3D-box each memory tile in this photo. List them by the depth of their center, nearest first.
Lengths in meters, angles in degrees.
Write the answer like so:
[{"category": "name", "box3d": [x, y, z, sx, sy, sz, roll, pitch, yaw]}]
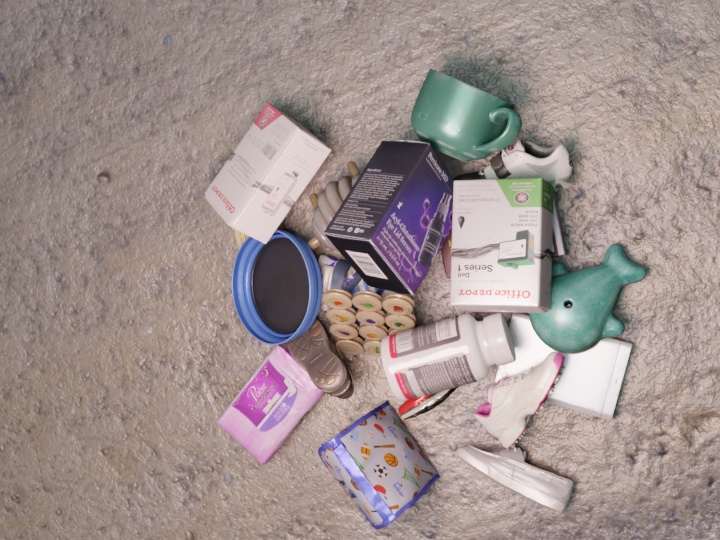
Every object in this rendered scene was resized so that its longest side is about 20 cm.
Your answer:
[{"category": "memory tile", "box3d": [0.020, 0.092, 1.674, 0.153, 0.200, 0.017, 5, 58, 12]}]

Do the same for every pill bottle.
[{"category": "pill bottle", "box3d": [0.142, 0.133, 1.612, 0.200, 0.111, 0.111, -17, 88, 13]}]

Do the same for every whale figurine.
[{"category": "whale figurine", "box3d": [0.360, 0.040, 1.601, 0.200, 0.104, 0.159, -41, 69, 1]}]

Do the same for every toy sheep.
[{"category": "toy sheep", "box3d": [-0.018, -0.098, 1.701, 0.200, 0.138, 0.138, -41, 82, 20]}]

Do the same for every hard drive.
[{"category": "hard drive", "box3d": [0.333, 0.156, 1.662, 0.200, 0.027, 0.132, 15, 97, 15]}]

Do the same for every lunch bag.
[{"category": "lunch bag", "box3d": [0.023, 0.328, 1.672, 0.124, 0.200, 0.170, -39, 83, 14]}]

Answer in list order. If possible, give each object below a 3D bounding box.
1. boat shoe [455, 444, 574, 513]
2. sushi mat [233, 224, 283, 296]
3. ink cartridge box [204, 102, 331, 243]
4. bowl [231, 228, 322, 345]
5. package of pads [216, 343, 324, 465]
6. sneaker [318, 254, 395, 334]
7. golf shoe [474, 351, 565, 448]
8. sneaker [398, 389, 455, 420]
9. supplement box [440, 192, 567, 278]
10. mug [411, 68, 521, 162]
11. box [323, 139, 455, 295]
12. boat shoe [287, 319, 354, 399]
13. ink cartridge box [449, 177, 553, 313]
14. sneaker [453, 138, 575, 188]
[{"category": "boat shoe", "box3d": [0.259, 0.331, 1.676, 0.200, 0.072, 0.069, 24, 78, 20]}, {"category": "sushi mat", "box3d": [-0.180, -0.056, 1.807, 0.096, 0.012, 0.200, -12, 89, 17]}, {"category": "ink cartridge box", "box3d": [-0.161, -0.167, 1.716, 0.200, 0.083, 0.147, -54, 37, 7]}, {"category": "bowl", "box3d": [-0.144, 0.027, 1.735, 0.201, 0.039, 0.201, 3, 94, 43]}, {"category": "package of pads", "box3d": [-0.153, 0.233, 1.782, 0.120, 0.076, 0.200, 40, 103, 8]}, {"category": "sneaker", "box3d": [0.000, 0.000, 1.720, 0.146, 0.081, 0.200, 36, 109, 5]}, {"category": "golf shoe", "box3d": [0.257, 0.200, 1.634, 0.092, 0.075, 0.200, 34, 120, 8]}, {"category": "sneaker", "box3d": [0.131, 0.170, 1.705, 0.200, 0.077, 0.085, -45, 75, 3]}, {"category": "supplement box", "box3d": [0.232, -0.058, 1.662, 0.200, 0.061, 0.109, -11, 88, 16]}, {"category": "mug", "box3d": [0.160, -0.240, 1.610, 0.152, 0.185, 0.114, 22, 102, -10]}, {"category": "box", "box3d": [0.060, -0.086, 1.595, 0.104, 0.148, 0.200, 11, 62, 43]}, {"category": "boat shoe", "box3d": [-0.068, 0.155, 1.721, 0.074, 0.200, 0.073, -34, 128, 2]}, {"category": "ink cartridge box", "box3d": [0.220, -0.037, 1.562, 0.146, 0.084, 0.200, -1, 83, 22]}, {"category": "sneaker", "box3d": [0.242, -0.172, 1.632, 0.200, 0.074, 0.089, -7, 119, 16]}]
